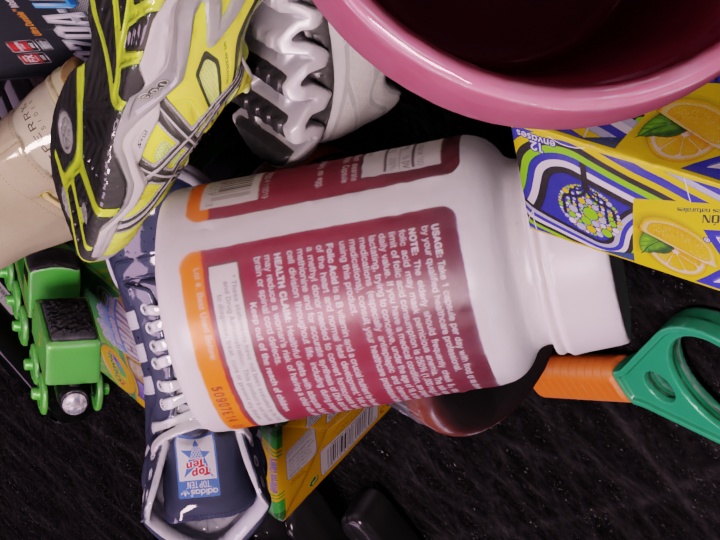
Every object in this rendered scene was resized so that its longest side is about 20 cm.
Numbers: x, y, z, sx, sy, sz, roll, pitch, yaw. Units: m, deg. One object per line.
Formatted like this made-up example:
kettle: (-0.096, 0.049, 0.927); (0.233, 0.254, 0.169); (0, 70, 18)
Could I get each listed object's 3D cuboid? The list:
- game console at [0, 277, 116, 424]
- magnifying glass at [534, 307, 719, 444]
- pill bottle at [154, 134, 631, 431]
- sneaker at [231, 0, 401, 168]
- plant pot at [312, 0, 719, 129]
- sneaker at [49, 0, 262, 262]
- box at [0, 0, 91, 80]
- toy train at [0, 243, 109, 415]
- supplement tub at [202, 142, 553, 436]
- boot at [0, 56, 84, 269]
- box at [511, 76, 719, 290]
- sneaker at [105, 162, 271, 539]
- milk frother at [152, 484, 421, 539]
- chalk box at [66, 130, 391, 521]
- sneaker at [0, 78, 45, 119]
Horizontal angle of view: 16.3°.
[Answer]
game console: (-0.207, -0.026, 1.521); (0.200, 0.176, 0.116); (50, 148, -14)
magnifying glass: (0.145, 0.053, 1.230); (0.080, 0.022, 0.200); (55, 154, -18)
pill bottle: (0.017, 0.002, 1.136); (0.199, 0.115, 0.115); (-10, 134, 10)
sneaker: (-0.015, -0.146, 1.136); (0.075, 0.081, 0.201); (43, 140, 43)
plant pot: (0.059, -0.142, 0.884); (0.200, 0.200, 0.179); (47, 172, 1)
sneaker: (-0.088, -0.074, 1.131); (0.076, 0.076, 0.200); (66, 148, 30)
box: (-0.138, -0.145, 1.185); (0.158, 0.046, 0.200); (-4, 166, 7)
toy train: (-0.170, 0.010, 1.365); (0.200, 0.041, 0.057); (-117, 27, -57)
supplement tub: (0.000, 0.000, 1.286); (0.200, 0.107, 0.107); (28, 150, 38)
boot: (-0.178, -0.029, 1.285); (0.073, 0.155, 0.200); (58, 180, 10)
box: (0.161, -0.032, 0.966); (0.199, 0.070, 0.064); (19, 145, 30)
sneaker: (-0.084, 0.050, 1.232); (0.109, 0.070, 0.201); (-97, -1, -54)
milk frother: (-0.050, 0.242, 1.632); (0.180, 0.200, 0.189); (-6, 124, 57)
chalk box: (-0.077, 0.017, 1.422); (0.200, 0.124, 0.124); (38, 155, 18)
sneaker: (-0.173, -0.122, 1.443); (0.076, 0.115, 0.201); (-55, 43, 34)
